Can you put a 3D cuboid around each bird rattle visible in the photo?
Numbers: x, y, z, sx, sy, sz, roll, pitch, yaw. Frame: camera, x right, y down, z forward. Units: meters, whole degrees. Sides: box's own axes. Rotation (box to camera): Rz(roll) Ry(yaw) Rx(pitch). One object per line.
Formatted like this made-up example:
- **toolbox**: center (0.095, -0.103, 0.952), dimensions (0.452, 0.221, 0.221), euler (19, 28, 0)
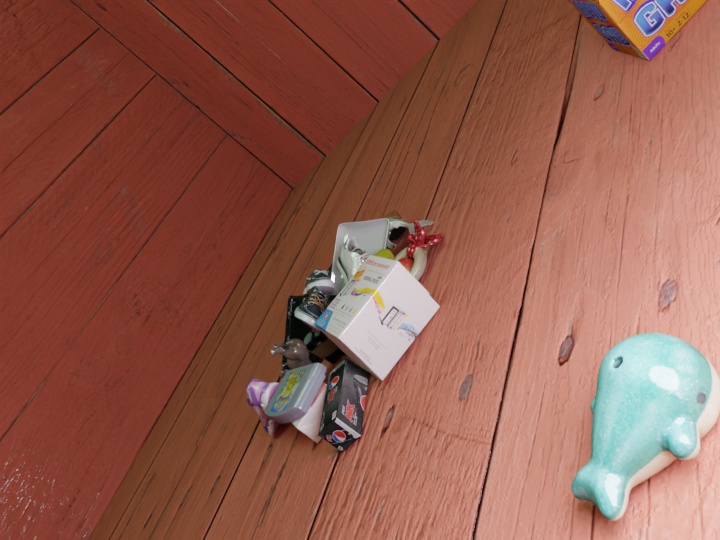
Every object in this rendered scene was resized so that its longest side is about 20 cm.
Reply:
- **bird rattle**: center (0.116, -0.013, 1.669), dimensions (0.198, 0.113, 0.165), euler (-29, 37, 26)

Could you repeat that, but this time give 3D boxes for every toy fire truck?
- **toy fire truck**: center (-0.042, 0.116, 1.773), dimensions (0.176, 0.128, 0.202), euler (-39, 30, 38)

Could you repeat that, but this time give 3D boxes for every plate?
- **plate**: center (0.002, -0.031, 1.848), dimensions (0.197, 0.032, 0.205), euler (-3, 76, 46)

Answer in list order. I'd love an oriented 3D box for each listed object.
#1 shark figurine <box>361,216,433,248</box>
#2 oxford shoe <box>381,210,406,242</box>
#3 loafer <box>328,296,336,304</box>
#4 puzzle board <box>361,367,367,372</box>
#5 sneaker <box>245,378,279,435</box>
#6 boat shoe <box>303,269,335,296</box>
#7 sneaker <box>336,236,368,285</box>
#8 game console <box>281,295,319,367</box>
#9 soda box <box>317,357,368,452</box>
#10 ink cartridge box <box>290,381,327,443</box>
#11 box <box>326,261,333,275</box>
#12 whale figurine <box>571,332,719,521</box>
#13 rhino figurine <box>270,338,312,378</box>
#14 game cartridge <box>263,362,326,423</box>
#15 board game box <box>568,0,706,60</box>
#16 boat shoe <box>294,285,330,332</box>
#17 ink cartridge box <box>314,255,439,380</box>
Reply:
- **shark figurine**: center (0.090, -0.118, 1.863), dimensions (0.090, 0.129, 0.214), euler (-47, 11, -36)
- **oxford shoe**: center (0.045, -0.093, 1.985), dimensions (0.199, 0.071, 0.072), euler (-39, 56, 20)
- **loafer**: center (-0.059, 0.066, 1.975), dimensions (0.199, 0.070, 0.071), euler (-34, 21, 49)
- **puzzle board**: center (0.059, 0.143, 1.573), dimensions (0.150, 0.017, 0.202), euler (-34, 25, 47)
- **sneaker**: center (-0.243, 0.337, 1.750), dimensions (0.202, 0.087, 0.081), euler (88, -155, -49)
- **boat shoe**: center (-0.112, 0.029, 1.882), dimensions (0.200, 0.070, 0.069), euler (149, 128, -74)
- **sneaker**: center (0.000, 0.000, 1.751), dimensions (0.201, 0.075, 0.081), euler (54, 130, 40)
- **game console**: center (-0.152, 0.178, 1.947), dimensions (0.176, 0.114, 0.205), euler (64, -149, -78)
- **soda box**: center (-0.033, 0.275, 1.445), dimensions (0.063, 0.070, 0.201), euler (-45, 17, 25)
- **ink cartridge box**: center (-0.115, 0.311, 1.615), dimensions (0.117, 0.067, 0.200), euler (-55, 17, -9)
- **box**: center (-0.088, 0.031, 2.094), dimensions (0.201, 0.044, 0.160), euler (-55, -3, -8)
- **whale figurine**: center (0.284, 0.156, 0.733), dimensions (0.201, 0.103, 0.159), euler (-54, 16, -4)
- **rhino figurine**: center (-0.158, 0.241, 1.739), dimensions (0.086, 0.202, 0.061), euler (-10, 46, 5)
- **game cartridge**: center (-0.155, 0.285, 1.595), dimensions (0.199, 0.040, 0.135), euler (-26, 35, 57)
- **board game box**: center (0.549, -0.575, 1.379), dimensions (0.200, 0.199, 0.201), euler (-47, 17, 16)
- **boat shoe**: center (-0.114, 0.088, 1.709), dimensions (0.092, 0.070, 0.200), euler (-55, 13, -3)
- **ink cartridge box**: center (0.034, 0.093, 1.462), dimensions (0.201, 0.145, 0.147), euler (-50, 23, -11)
